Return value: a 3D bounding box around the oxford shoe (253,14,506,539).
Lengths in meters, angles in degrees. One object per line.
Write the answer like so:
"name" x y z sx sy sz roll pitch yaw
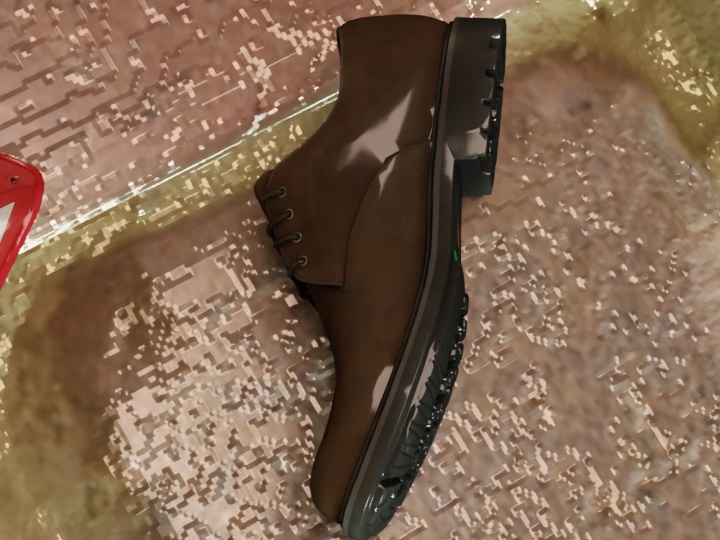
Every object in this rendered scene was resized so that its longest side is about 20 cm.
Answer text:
"oxford shoe" 0.000 0.000 0.856 0.084 0.073 0.201 7 67 6

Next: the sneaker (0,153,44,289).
"sneaker" -0.178 -0.055 0.829 0.115 0.078 0.201 -7 86 -25
